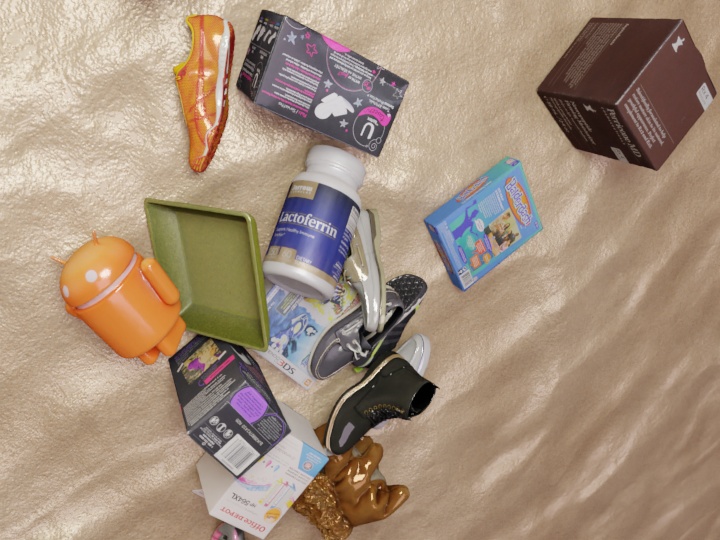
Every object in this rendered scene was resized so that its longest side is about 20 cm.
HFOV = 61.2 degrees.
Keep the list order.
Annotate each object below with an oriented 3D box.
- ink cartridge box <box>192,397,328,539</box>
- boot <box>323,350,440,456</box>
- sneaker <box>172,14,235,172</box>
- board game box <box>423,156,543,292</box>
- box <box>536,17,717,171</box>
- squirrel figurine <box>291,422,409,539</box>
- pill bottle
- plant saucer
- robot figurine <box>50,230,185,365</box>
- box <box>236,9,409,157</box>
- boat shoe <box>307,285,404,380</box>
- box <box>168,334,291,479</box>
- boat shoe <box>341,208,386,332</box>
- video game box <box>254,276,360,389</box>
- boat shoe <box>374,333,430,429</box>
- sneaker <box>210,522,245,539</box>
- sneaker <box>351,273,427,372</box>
[{"bbox_3d":[-0.175,0.334,1.026,0.128,0.125,0.201,39,90,-32],"label":"ink cartridge box"},{"bbox_3d":[0.031,0.236,1.001,0.077,0.137,0.202,40,81,-30],"label":"boot"},{"bbox_3d":[-0.216,-0.237,0.824,0.075,0.073,0.206,9,103,-5],"label":"sneaker"},{"bbox_3d":[0.226,-0.083,1.102,0.198,0.045,0.154,-35,120,-9],"label":"board game box"},{"bbox_3d":[0.443,-0.303,1.029,0.165,0.200,0.165,39,92,-31],"label":"box"},{"bbox_3d":[-0.044,0.375,1.105,0.199,0.141,0.189,-39,115,-9],"label":"squirrel figurine"},{"bbox_3d":[-0.063,-0.071,0.895,0.114,0.114,0.206,27,73,-31],"label":"pill bottle"},{"bbox_3d":[-0.207,-0.003,0.867,0.048,0.195,0.206,-37,130,-51],"label":"plant saucer"},{"bbox_3d":[-0.329,0.039,0.840,0.117,0.142,0.202,-48,123,-24],"label":"robot figurine"},{"bbox_3d":[-0.056,-0.257,0.845,0.196,0.132,0.117,18,106,-30],"label":"box"},{"bbox_3d":[-0.006,0.110,1.005,0.200,0.063,0.073,-44,126,-4],"label":"boat shoe"},{"bbox_3d":[-0.200,0.185,0.910,0.105,0.200,0.123,-38,121,-5],"label":"box"},{"bbox_3d":[0.000,0.000,0.968,0.066,0.075,0.206,-1,68,-12],"label":"boat shoe"},{"bbox_3d":[-0.090,0.071,1.011,0.201,0.047,0.182,-49,124,-1],"label":"video game box"},{"bbox_3d":[0.056,0.200,1.116,0.064,0.073,0.203,26,96,-35],"label":"boat shoe"},{"bbox_3d":[-0.220,0.537,1.129,0.094,0.078,0.206,-19,120,-42],"label":"sneaker"},{"bbox_3d":[0.047,0.094,1.087,0.200,0.072,0.083,-47,146,-1],"label":"sneaker"}]
